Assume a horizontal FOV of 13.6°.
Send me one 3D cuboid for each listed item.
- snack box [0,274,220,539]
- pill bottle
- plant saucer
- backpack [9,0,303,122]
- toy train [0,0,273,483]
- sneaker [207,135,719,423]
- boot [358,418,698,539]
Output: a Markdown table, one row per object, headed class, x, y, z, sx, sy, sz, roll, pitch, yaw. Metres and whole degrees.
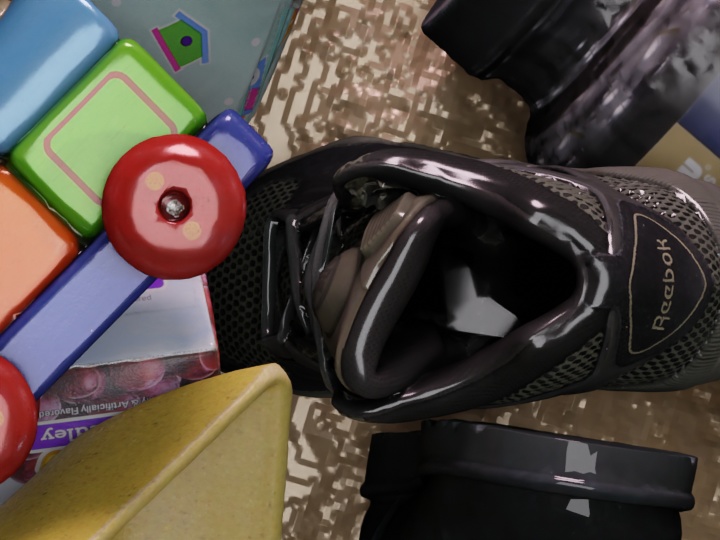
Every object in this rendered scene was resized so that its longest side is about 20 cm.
| class | x | y | z | sx | sy | sz | roll | pitch | yaw |
| --- | --- | --- | --- | --- | --- | --- | --- | --- | --- |
| snack box | -0.137 | 0.065 | 0.838 | 0.199 | 0.053 | 0.143 | -6 | 136 | -5 |
| pill bottle | 0.120 | -0.039 | 0.871 | 0.200 | 0.112 | 0.112 | 39 | 87 | -5 |
| plant saucer | -0.096 | 0.140 | 0.780 | 0.048 | 0.200 | 0.201 | 24 | 133 | 22 |
| backpack | -0.078 | -0.104 | 0.817 | 0.166 | 0.127 | 0.201 | 18 | 122 | -8 |
| toy train | -0.126 | 0.008 | 0.732 | 0.116 | 0.085 | 0.200 | 45 | 87 | -4 |
| sneaker | 0.000 | 0.000 | 0.817 | 0.114 | 0.199 | 0.077 | 4 | 90 | -48 |
| boot | 0.030 | 0.126 | 0.826 | 0.073 | 0.198 | 0.163 | 11 | 82 | -13 |
